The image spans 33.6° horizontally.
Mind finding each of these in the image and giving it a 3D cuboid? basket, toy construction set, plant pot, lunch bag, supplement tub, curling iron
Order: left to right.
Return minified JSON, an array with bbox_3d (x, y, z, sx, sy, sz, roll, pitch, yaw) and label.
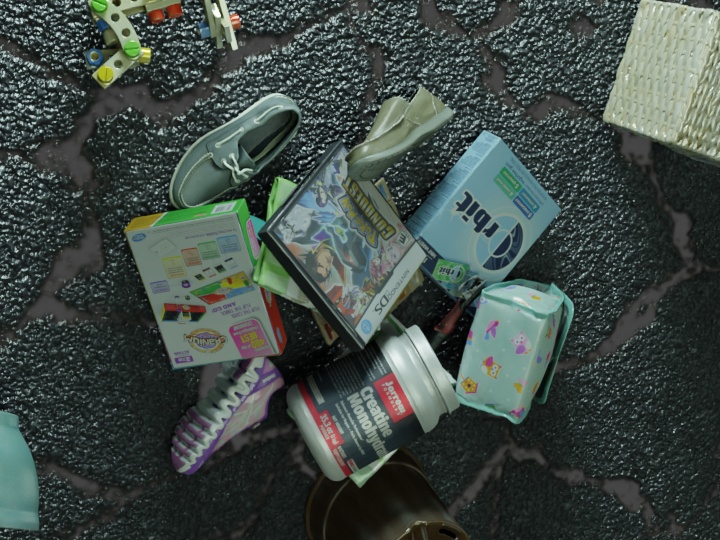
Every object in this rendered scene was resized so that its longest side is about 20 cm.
[{"bbox_3d":[-0.470,0.230,1.403,0.199,0.200,0.135,13,74,-28],"label":"plant pot"},{"bbox_3d":[-0.231,-0.293,1.381,0.199,0.092,0.132,-18,90,-27],"label":"toy construction set"},{"bbox_3d":[0.016,0.173,1.573,0.199,0.140,0.141,-29,117,-2],"label":"supplement tub"},{"bbox_3d":[0.050,0.372,1.675,0.199,0.198,0.202,-8,110,-23],"label":"plant pot"},{"bbox_3d":[0.113,0.081,1.670,0.049,0.026,0.200,-17,148,-53],"label":"curling iron"},{"bbox_3d":[0.222,0.105,1.690,0.200,0.121,0.172,-17,124,-68],"label":"lunch bag"},{"bbox_3d":[0.469,-0.258,1.665,0.160,0.198,0.201,12,102,-23],"label":"basket"}]

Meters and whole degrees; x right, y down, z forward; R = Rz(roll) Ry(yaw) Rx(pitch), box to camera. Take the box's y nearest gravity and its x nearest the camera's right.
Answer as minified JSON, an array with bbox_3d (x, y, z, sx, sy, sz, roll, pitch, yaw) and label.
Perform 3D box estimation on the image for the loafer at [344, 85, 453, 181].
[{"bbox_3d":[0.039,-0.179,1.538,0.070,0.075,0.200,52,46,1],"label":"loafer"}]

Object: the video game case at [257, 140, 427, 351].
[{"bbox_3d":[-0.017,-0.031,1.505,0.200,0.025,0.181,52,52,-21],"label":"video game case"}]

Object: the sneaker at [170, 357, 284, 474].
[{"bbox_3d":[-0.171,0.192,1.584,0.088,0.080,0.201,37,88,-38],"label":"sneaker"}]

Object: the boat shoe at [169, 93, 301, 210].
[{"bbox_3d":[-0.154,-0.145,1.484,0.200,0.062,0.073,-41,119,-8],"label":"boat shoe"}]

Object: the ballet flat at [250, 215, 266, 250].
[{"bbox_3d":[-0.098,-0.017,1.558,0.199,0.068,0.064,24,129,-39],"label":"ballet flat"}]

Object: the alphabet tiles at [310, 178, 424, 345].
[{"bbox_3d":[0.000,0.000,1.590,0.200,0.008,0.168,-43,123,-35],"label":"alphabet tiles"}]

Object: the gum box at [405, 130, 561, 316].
[{"bbox_3d":[0.164,-0.063,1.662,0.200,0.045,0.170,-49,127,-2],"label":"gum box"}]

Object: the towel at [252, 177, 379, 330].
[{"bbox_3d":[-0.045,-0.016,1.515,0.199,0.031,0.150,25,65,-36],"label":"towel"}]

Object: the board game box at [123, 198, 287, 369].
[{"bbox_3d":[-0.191,0.020,1.491,0.152,0.040,0.201,-8,115,14],"label":"board game box"}]

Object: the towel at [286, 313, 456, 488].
[{"bbox_3d":[0.016,0.175,1.653,0.153,0.023,0.200,45,85,3],"label":"towel"}]
